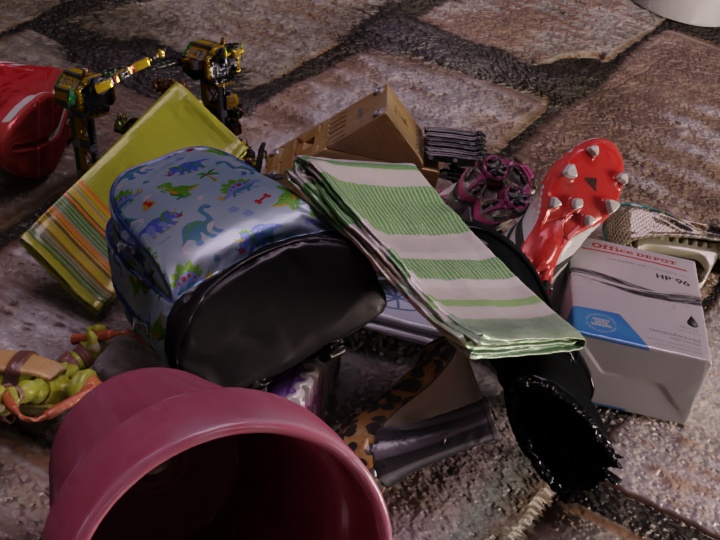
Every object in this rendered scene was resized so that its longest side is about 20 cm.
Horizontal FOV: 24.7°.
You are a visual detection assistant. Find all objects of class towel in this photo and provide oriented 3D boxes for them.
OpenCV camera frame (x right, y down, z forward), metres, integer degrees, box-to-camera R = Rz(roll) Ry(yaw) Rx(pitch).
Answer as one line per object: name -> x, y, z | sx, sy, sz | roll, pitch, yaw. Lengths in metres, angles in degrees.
towel -> -0.178, -0.061, 1.320 | 0.086, 0.018, 0.200 | 45, 61, -10
towel -> 0.054, -0.012, 1.153 | 0.200, 0.023, 0.153 | 46, 26, 27

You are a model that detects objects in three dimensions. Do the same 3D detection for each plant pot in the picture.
plant pot -> -0.104, 0.148, 0.984 | 0.200, 0.200, 0.179 | -1, 18, -23

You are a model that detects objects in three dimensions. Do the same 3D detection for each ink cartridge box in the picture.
ink cartridge box -> 0.224, 0.035, 1.392 | 0.116, 0.068, 0.200 | 13, 31, -2

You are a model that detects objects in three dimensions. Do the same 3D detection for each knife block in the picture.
knife block -> 0.032, -0.071, 1.511 | 0.176, 0.200, 0.064 | 53, 19, -24

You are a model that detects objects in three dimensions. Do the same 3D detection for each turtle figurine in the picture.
turtle figurine -> -0.240, 0.070, 1.159 | 0.161, 0.064, 0.200 | 15, 19, 11

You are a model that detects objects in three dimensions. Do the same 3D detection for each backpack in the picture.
backpack -> -0.104, -0.006, 1.183 | 0.163, 0.154, 0.200 | -26, 18, -17

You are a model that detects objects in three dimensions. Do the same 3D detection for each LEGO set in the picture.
LEGO set -> -0.153, -0.116, 1.401 | 0.200, 0.154, 0.116 | -11, 21, -40

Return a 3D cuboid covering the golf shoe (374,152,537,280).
golf shoe -> 0.059, -0.031, 1.402 | 0.200, 0.092, 0.073 | -22, 76, -31

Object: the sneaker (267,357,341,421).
sneaker -> -0.066, 0.081, 1.206 | 0.088, 0.081, 0.200 | 8, 26, 3

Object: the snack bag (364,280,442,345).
snack bag -> 0.000, 0.000, 1.399 | 0.188, 0.021, 0.200 | 13, 24, 1

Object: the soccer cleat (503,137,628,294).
soccer cleat -> 0.153, -0.029, 1.380 | 0.069, 0.085, 0.200 | 37, 71, -18

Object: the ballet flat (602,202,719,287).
ballet flat -> 0.323, -0.013, 1.528 | 0.200, 0.068, 0.075 | 8, 53, 1

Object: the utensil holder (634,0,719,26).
utensil holder -> 0.442, -0.436, 2.109 | 0.170, 0.200, 0.170 | 9, 32, -6

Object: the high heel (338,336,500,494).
high heel -> 0.020, 0.107, 1.222 | 0.142, 0.071, 0.200 | -20, 13, 1

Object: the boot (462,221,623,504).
boot -> 0.119, 0.066, 1.213 | 0.198, 0.073, 0.162 | 53, 14, -14

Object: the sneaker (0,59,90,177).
sneaker -> -0.322, -0.138, 1.470 | 0.115, 0.078, 0.200 | 9, 18, 8
